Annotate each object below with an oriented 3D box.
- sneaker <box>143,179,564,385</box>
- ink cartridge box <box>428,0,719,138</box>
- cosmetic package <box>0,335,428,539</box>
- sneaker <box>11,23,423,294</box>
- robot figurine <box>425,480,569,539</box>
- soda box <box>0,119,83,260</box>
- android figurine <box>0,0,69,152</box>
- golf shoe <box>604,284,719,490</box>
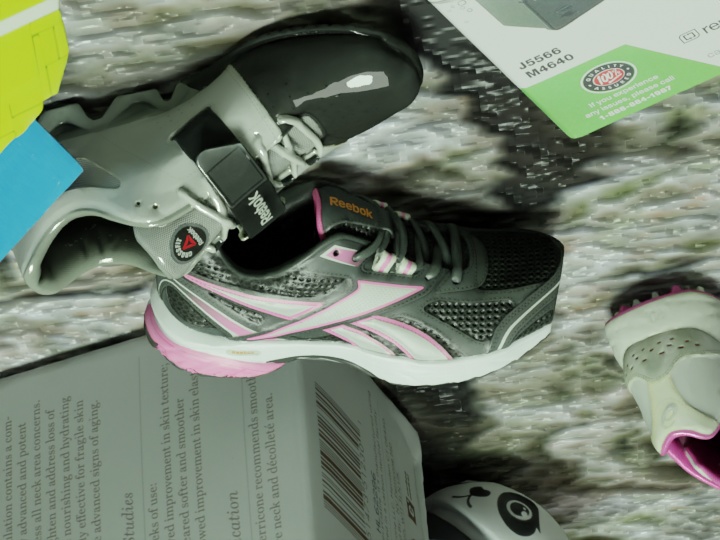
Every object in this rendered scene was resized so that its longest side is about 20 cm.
[{"bbox_3d":[0.000,0.000,1.204,0.199,0.081,0.087,-6,137,-10],"label":"sneaker"},{"bbox_3d":[0.087,-0.152,0.974,0.145,0.084,0.200,-24,143,26],"label":"ink cartridge box"},{"bbox_3d":[-0.083,0.141,1.319,0.199,0.168,0.166,-16,146,17],"label":"cosmetic package"},{"bbox_3d":[-0.062,-0.039,1.124,0.199,0.089,0.074,-19,143,18],"label":"sneaker"},{"bbox_3d":[0.033,0.202,1.419,0.200,0.150,0.125,-38,168,-21],"label":"robot figurine"},{"bbox_3d":[-0.198,-0.080,1.039,0.068,0.064,0.200,-48,140,-5],"label":"soda box"},{"bbox_3d":[-0.174,-0.105,0.960,0.182,0.041,0.200,-31,136,-25],"label":"android figurine"},{"bbox_3d":[0.195,0.083,1.343,0.075,0.092,0.200,-28,142,29],"label":"golf shoe"}]
